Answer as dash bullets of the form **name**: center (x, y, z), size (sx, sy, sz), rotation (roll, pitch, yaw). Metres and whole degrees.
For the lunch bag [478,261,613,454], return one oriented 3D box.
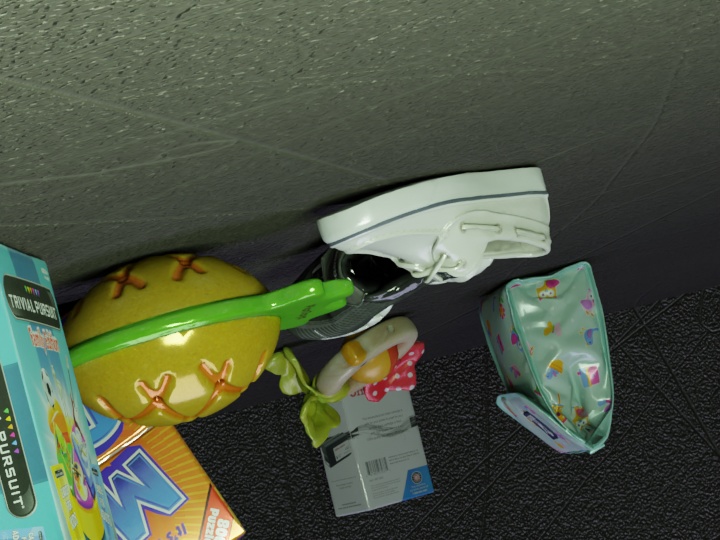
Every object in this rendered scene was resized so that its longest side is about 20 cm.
- **lunch bag**: center (0.212, 0.106, 2.664), size (0.121, 0.201, 0.170), rotation (-15, 176, -9)

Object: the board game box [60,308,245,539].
- **board game box**: center (-0.223, 0.168, 1.775), size (0.199, 0.200, 0.200), rotation (-35, 177, -8)

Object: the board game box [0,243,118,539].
- **board game box**: center (-0.185, 0.090, 1.350), size (0.047, 0.201, 0.151), rotation (-15, 175, 3)

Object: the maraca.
- **maraca**: center (-0.102, 0.039, 1.561), size (0.199, 0.107, 0.137), rotation (-15, 174, -10)

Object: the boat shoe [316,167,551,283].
- **boat shoe**: center (0.054, -0.023, 1.583), size (0.072, 0.066, 0.200), rotation (-19, 174, 39)

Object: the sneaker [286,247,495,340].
- **sneaker**: center (0.000, 0.000, 1.710), size (0.200, 0.067, 0.090), rotation (-25, 167, 40)

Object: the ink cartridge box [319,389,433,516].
- **ink cartridge box**: center (0.015, 0.260, 3.707), size (0.144, 0.201, 0.084), rotation (-10, 175, -44)

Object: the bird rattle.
- **bird rattle**: center (0.007, 0.109, 2.695), size (0.199, 0.113, 0.163), rotation (-15, 159, -36)
